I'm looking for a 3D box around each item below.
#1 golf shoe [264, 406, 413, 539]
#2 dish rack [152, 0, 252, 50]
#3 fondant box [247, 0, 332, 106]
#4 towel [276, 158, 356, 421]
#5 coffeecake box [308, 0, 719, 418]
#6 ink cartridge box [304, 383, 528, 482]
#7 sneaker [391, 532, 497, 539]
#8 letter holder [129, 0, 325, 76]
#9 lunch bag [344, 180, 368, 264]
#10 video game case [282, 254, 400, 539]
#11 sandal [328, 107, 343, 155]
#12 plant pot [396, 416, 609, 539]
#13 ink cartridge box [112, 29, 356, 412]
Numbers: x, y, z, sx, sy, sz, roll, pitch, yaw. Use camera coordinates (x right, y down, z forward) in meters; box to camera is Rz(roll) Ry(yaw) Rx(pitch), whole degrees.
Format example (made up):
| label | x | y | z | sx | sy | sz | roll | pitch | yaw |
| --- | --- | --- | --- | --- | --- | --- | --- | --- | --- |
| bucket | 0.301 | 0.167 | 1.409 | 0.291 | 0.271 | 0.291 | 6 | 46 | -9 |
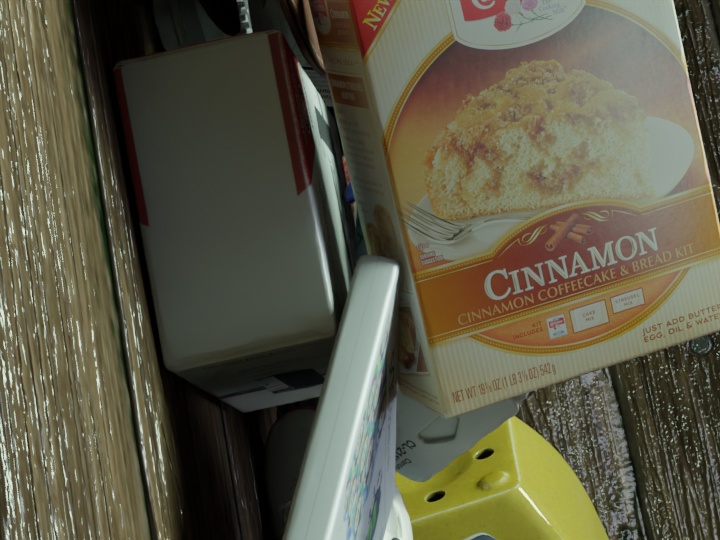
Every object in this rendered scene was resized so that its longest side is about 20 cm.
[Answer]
| label | x | y | z | sx | sy | sz | roll | pitch | yaw |
| --- | --- | --- | --- | --- | --- | --- | --- | --- | --- |
| golf shoe | -0.012 | 0.162 | 1.293 | 0.091 | 0.075 | 0.201 | 28 | 40 | -63 |
| dish rack | -0.079 | -0.121 | 1.379 | 0.172 | 0.043 | 0.201 | -98 | 175 | -52 |
| fondant box | -0.014 | -0.205 | 1.313 | 0.200 | 0.058 | 0.145 | 117 | -31 | -52 |
| towel | 0.000 | 0.000 | 1.427 | 0.200 | 0.023 | 0.145 | -29 | 123 | -59 |
| coffeecake box | 0.075 | -0.054 | 1.127 | 0.073 | 0.152 | 0.202 | -159 | -126 | -72 |
| ink cartridge box | 0.063 | -0.003 | 1.357 | 0.146 | 0.082 | 0.201 | -44 | -164 | 56 |
| sneaker | 0.048 | 0.215 | 1.133 | 0.147 | 0.076 | 0.203 | -75 | 152 | -49 |
| letter holder | -0.077 | -0.163 | 1.150 | 0.200 | 0.100 | 0.143 | 52 | 28 | -81 |
| lunch bag | 0.071 | -0.054 | 1.244 | 0.076 | 0.159 | 0.201 | -42 | -145 | 47 |
| video game case | -0.011 | 0.126 | 1.092 | 0.183 | 0.023 | 0.201 | 91 | 11 | -51 |
| sandal | 0.015 | -0.136 | 1.386 | 0.200 | 0.045 | 0.076 | 119 | -32 | -53 |
| plant pot | 0.076 | 0.214 | 1.616 | 0.196 | 0.193 | 0.201 | -93 | 164 | -66 |
| ink cartridge box | -0.050 | -0.018 | 1.181 | 0.200 | 0.083 | 0.146 | 56 | 23 | -80 |
